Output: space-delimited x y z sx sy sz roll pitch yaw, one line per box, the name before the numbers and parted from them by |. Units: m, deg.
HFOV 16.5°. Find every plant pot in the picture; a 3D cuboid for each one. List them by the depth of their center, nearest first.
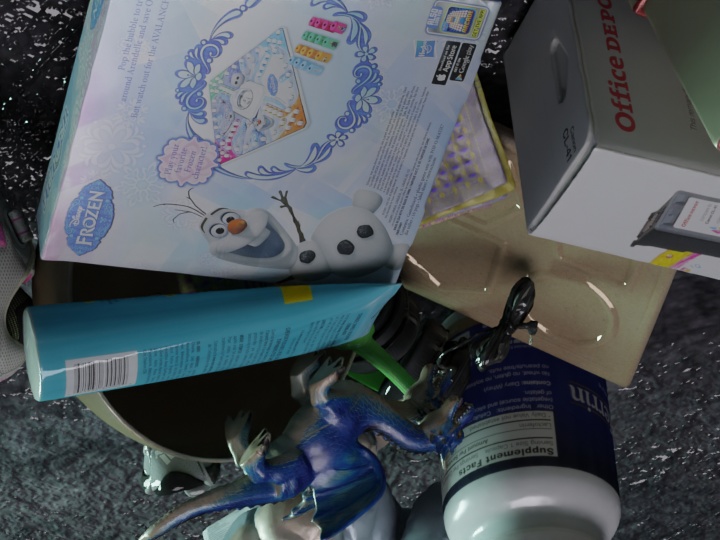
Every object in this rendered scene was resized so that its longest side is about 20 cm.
plant pot | -0.114 0.008 1.458 0.200 0.201 0.134 23 168 -32

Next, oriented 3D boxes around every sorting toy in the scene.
sorting toy | 0.099 -0.022 1.490 0.184 0.037 0.200 25 148 8

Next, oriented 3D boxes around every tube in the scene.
tube | -0.081 0.034 1.341 0.199 0.051 0.077 -6 166 -16

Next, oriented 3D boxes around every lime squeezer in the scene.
lime squeezer | 0.000 0.000 1.431 0.070 0.201 0.038 -18 -171 -25

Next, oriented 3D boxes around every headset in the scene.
headset | 0.030 0.036 1.547 0.123 0.094 0.200 41 162 -28

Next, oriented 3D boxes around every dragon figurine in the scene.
dragon figurine | -0.024 0.113 1.395 0.100 0.200 0.059 52 165 -23

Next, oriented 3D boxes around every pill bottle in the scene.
pill bottle | 0.107 0.125 1.600 0.115 0.201 0.116 -2 145 -1

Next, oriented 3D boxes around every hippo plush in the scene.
hippo plush | -0.002 0.188 1.666 0.161 0.160 0.200 39 136 -7

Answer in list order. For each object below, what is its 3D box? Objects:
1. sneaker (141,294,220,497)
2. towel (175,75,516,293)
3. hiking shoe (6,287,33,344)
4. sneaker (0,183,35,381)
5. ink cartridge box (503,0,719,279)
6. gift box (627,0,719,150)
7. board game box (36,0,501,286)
sneaker | -0.122 0.080 1.593 0.075 0.116 0.200 -10 144 10
towel | -0.021 -0.071 1.370 0.199 0.023 0.144 -20 114 -9
hiking shoe | -0.240 0.039 1.463 0.100 0.200 0.076 -6 130 -2
sneaker | -0.228 -0.022 1.393 0.088 0.201 0.081 2 175 -28
ink cartridge box | 0.189 -0.075 1.370 0.199 0.148 0.086 12 137 -19
gift box | 0.264 -0.158 1.239 0.184 0.187 0.200 22 118 -28
board game box | -0.052 -0.083 1.286 0.198 0.043 0.201 6 129 -19
